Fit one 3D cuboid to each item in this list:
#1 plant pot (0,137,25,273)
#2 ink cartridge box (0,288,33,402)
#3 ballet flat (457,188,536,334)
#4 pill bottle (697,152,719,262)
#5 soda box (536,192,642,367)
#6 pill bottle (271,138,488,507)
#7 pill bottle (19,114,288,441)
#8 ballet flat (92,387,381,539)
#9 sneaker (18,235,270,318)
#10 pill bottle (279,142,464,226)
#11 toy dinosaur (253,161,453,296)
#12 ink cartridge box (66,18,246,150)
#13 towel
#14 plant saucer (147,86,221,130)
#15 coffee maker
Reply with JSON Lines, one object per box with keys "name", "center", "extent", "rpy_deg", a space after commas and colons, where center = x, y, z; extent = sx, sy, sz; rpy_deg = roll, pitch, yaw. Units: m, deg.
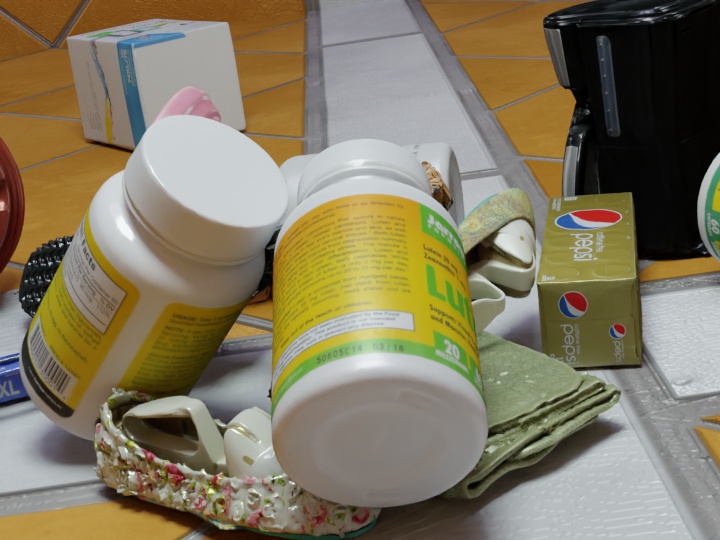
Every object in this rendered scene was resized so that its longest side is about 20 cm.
{"name": "plant pot", "center": [-0.369, -0.054, 1.073], "extent": [0.200, 0.201, 0.195], "rpy_deg": [-15, 8, -18]}
{"name": "ink cartridge box", "center": [-0.275, 0.061, 1.005], "extent": [0.119, 0.042, 0.200], "rpy_deg": [-14, 17, -17]}
{"name": "ballet flat", "center": [0.077, 0.005, 0.867], "extent": [0.071, 0.071, 0.200], "rpy_deg": [8, 29, 39]}
{"name": "pill bottle", "center": [0.332, -0.028, 0.896], "extent": [0.112, 0.113, 0.200], "rpy_deg": [-15, 20, -18]}
{"name": "soda box", "center": [0.168, 0.002, 0.950], "extent": [0.068, 0.064, 0.200], "rpy_deg": [-4, 20, 12]}
{"name": "pill bottle", "center": [0.006, 0.020, 0.728], "extent": [0.111, 0.111, 0.200], "rpy_deg": [-7, 44, 4]}
{"name": "pill bottle", "center": [-0.130, 0.008, 0.820], "extent": [0.114, 0.200, 0.114], "rpy_deg": [22, 37, -18]}
{"name": "ballet flat", "center": [-0.081, 0.107, 0.750], "extent": [0.200, 0.064, 0.076], "rpy_deg": [4, 24, 31]}
{"name": "sneaker", "center": [-0.160, 0.016, 0.970], "extent": [0.200, 0.070, 0.090], "rpy_deg": [-7, -23, 30]}
{"name": "pill bottle", "center": [-0.018, -0.041, 1.076], "extent": [0.199, 0.115, 0.114], "rpy_deg": [-4, 19, 11]}
{"name": "toy dinosaur", "center": [0.000, 0.000, 0.909], "extent": [0.136, 0.200, 0.102], "rpy_deg": [-24, 52, -28]}
{"name": "ink cartridge box", "center": [-0.275, -0.250, 1.746], "extent": [0.146, 0.146, 0.200], "rpy_deg": [-20, 22, -33]}
{"name": "towel", "center": [0.046, 0.081, 0.816], "extent": [0.148, 0.037, 0.200], "rpy_deg": [-21, 23, -32]}
{"name": "plant saucer", "center": [-0.158, -0.051, 1.084], "extent": [0.051, 0.201, 0.201], "rpy_deg": [23, 22, 2]}
{"name": "coffee maker", "center": [0.251, -0.124, 1.071], "extent": [0.192, 0.201, 0.135], "rpy_deg": [-1, 21, 19]}
